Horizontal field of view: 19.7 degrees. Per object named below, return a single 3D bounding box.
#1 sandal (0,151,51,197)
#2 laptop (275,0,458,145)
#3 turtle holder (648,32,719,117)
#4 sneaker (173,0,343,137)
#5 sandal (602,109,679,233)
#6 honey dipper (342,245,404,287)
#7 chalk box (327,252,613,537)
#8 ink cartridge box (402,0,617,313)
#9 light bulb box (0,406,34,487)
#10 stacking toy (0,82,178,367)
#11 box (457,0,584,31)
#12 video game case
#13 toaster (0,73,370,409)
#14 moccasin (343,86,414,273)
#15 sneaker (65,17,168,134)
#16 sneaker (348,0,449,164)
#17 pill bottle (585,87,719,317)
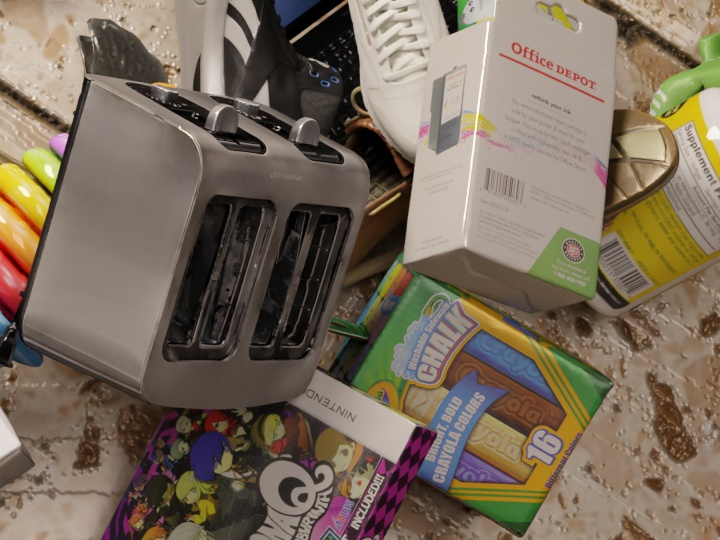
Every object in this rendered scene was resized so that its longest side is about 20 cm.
[{"bbox_3d":[-0.228,-0.045,1.399,0.199,0.054,0.081,13,97,6],"label":"sandal"},{"bbox_3d":[0.016,-0.186,1.501,0.177,0.103,0.200,-38,89,-22],"label":"laptop"},{"bbox_3d":[0.313,-0.119,1.560,0.185,0.141,0.132,-21,100,-30],"label":"turtle holder"},{"bbox_3d":[-0.066,-0.161,1.424,0.111,0.073,0.201,-3,99,-28],"label":"sneaker"},{"bbox_3d":[0.144,-0.045,1.436,0.054,0.200,0.081,22,47,-38],"label":"sandal"},{"bbox_3d":[0.000,0.000,1.485,0.199,0.038,0.038,-20,83,-19],"label":"honey dipper"},{"bbox_3d":[0.049,0.069,1.416,0.199,0.125,0.124,32,93,-9],"label":"chalk box"},{"bbox_3d":[0.101,-0.086,1.365,0.117,0.067,0.201,20,68,-32],"label":"ink cartridge box"},{"bbox_3d":[-0.305,0.069,1.273,0.125,0.200,0.199,-34,87,-10],"label":"light bulb box"},{"bbox_3d":[-0.188,-0.046,1.318,0.200,0.110,0.116,-45,72,-7],"label":"stacking toy"},{"bbox_3d":[0.118,-0.186,1.513,0.117,0.048,0.201,38,43,-40],"label":"box"},{"bbox_3d":[-0.068,0.152,1.336,0.181,0.036,0.201,27,89,35],"label":"video game case"},{"bbox_3d":[-0.106,-0.010,1.269,0.180,0.118,0.201,5,106,-55],"label":"toaster"},{"bbox_3d":[0.017,-0.082,1.463,0.201,0.078,0.074,-41,60,-15],"label":"moccasin"},{"bbox_3d":[-0.163,-0.072,1.442,0.104,0.060,0.201,14,68,-13],"label":"sneaker"},{"bbox_3d":[0.024,-0.166,1.410,0.076,0.081,0.201,-19,72,4],"label":"sneaker"},{"bbox_3d":[0.236,-0.059,1.480,0.199,0.114,0.115,-30,85,20],"label":"pill bottle"}]
